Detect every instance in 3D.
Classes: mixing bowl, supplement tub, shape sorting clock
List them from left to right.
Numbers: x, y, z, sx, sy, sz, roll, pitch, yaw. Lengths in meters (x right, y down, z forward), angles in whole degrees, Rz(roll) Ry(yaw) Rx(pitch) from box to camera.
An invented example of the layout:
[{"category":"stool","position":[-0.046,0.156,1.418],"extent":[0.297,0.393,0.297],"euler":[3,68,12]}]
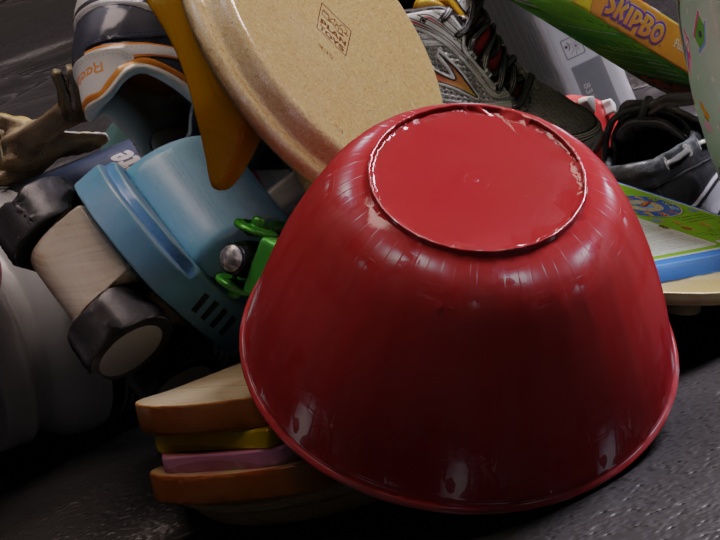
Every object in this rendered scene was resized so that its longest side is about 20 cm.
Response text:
[{"category":"supplement tub","position":[-0.135,0.005,1.583],"extent":[0.200,0.141,0.140],"euler":[-24,15,-24]},{"category":"mixing bowl","position":[0.047,-0.001,1.262],"extent":[0.199,0.109,0.200],"euler":[2,44,-2]},{"category":"shape sorting clock","position":[0.125,-0.007,1.438],"extent":[0.199,0.039,0.200],"euler":[7,16,-2]}]

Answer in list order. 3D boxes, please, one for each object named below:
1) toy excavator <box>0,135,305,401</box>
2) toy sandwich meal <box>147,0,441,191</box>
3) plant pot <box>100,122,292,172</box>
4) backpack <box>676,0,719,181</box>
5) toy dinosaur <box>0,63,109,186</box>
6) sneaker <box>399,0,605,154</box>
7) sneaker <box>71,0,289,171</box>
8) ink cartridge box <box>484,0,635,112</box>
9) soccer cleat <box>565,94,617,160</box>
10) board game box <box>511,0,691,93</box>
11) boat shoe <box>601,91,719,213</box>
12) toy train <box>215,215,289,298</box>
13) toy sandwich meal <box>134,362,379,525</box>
[{"category":"toy excavator","position":[-0.056,-0.022,1.460],"extent":[0.200,0.100,0.194],"euler":[-39,-26,4]},{"category":"toy sandwich meal","position":[-0.041,-0.106,1.426],"extent":[0.070,0.205,0.205],"euler":[-34,5,29]},{"category":"plant pot","position":[-0.052,-0.094,1.735],"extent":[0.188,0.200,0.200],"euler":[-41,2,28]},{"category":"backpack","position":[0.245,-0.106,1.466],"extent":[0.153,0.176,0.200],"euler":[-17,3,5]},{"category":"toy dinosaur","position":[-0.191,-0.065,1.591],"extent":[0.101,0.058,0.200],"euler":[-9,-6,-13]},{"category":"sneaker","position":[0.048,-0.118,1.582],"extent":[0.082,0.200,0.078],"euler":[-57,8,32]},{"category":"sneaker","position":[-0.063,-0.081,1.515],"extent":[0.200,0.080,0.078],"euler":[18,-34,-22]},{"category":"ink cartridge box","position":[0.114,-0.167,1.891],"extent":[0.050,0.163,0.200],"euler":[-25,15,-4]},{"category":"soccer cleat","position":[0.092,-0.050,1.676],"extent":[0.085,0.069,0.200],"euler":[-18,12,36]},{"category":"board game box","position":[0.151,-0.131,1.605],"extent":[0.095,0.200,0.030],"euler":[24,86,47]},{"category":"boat shoe","position":[0.169,-0.065,1.626],"extent":[0.073,0.068,0.199],"euler":[-12,15,23]},{"category":"toy train","position":[0.000,0.000,1.430],"extent":[0.056,0.042,0.200],"euler":[25,12,30]},{"category":"toy sandwich meal","position":[-0.017,0.060,1.375],"extent":[0.205,0.070,0.205],"euler":[-17,14,4]}]
